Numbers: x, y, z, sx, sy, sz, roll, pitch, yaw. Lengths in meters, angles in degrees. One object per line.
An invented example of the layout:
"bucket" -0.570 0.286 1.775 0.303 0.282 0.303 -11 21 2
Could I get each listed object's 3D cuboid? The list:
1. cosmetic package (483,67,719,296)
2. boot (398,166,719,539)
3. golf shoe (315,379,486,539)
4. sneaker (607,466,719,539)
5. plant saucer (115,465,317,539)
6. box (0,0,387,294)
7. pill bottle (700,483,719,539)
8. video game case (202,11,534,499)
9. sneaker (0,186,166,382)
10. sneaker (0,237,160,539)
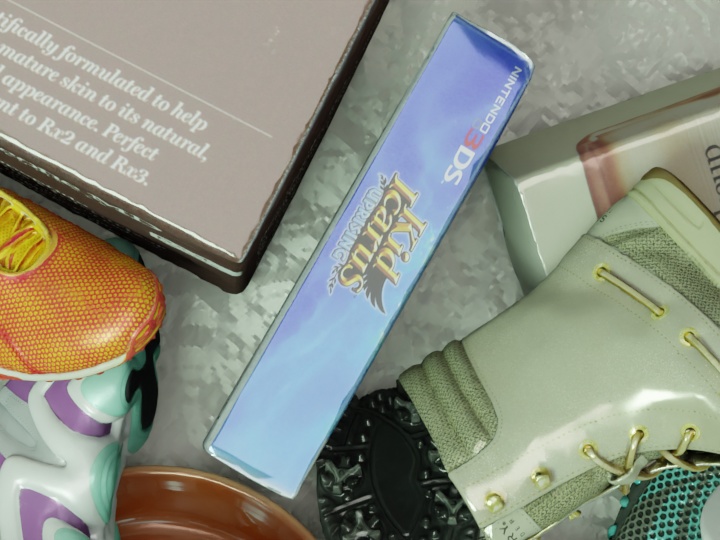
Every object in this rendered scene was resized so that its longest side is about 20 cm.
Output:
"cosmetic package" 0.165 -0.033 1.167 0.199 0.087 0.104 -21 102 -4
"boot" 0.119 0.073 1.055 0.154 0.072 0.200 -37 59 0
"golf shoe" 0.029 0.143 1.151 0.077 0.095 0.201 -13 52 -3
"sneaker" 0.149 0.099 1.183 0.199 0.078 0.092 -31 72 -8
"plant saucer" -0.093 0.187 1.153 0.198 0.032 0.202 -1 72 2
"box" -0.085 -0.103 1.109 0.165 0.200 0.165 28 85 0
"pill bottle" 0.207 0.183 1.112 0.113 0.114 0.201 -16 115 -4
"video game case" 0.000 0.000 1.116 0.045 0.181 0.201 30 85 -2
"sneaker" -0.169 -0.010 1.116 0.199 0.077 0.073 21 63 29
"sneaker" -0.165 0.075 1.140 0.139 0.078 0.201 4 65 8
